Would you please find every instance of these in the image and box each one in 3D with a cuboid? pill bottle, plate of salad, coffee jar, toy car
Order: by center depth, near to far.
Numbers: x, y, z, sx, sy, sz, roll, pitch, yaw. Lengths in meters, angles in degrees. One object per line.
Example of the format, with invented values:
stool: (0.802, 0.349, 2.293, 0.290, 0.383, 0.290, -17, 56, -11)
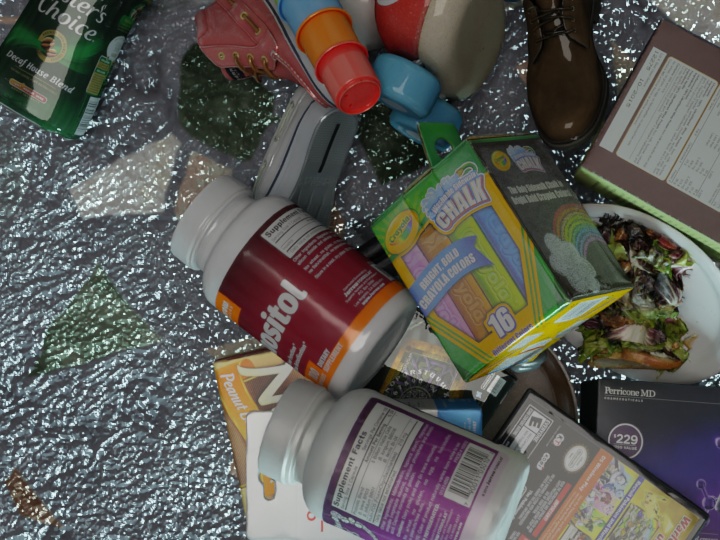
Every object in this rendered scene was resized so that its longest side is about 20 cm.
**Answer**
pill bottle: (0.024, 0.161, 1.168, 0.199, 0.112, 0.113, 22, 96, 13)
pill bottle: (-0.060, 0.010, 1.256, 0.199, 0.113, 0.113, 36, 97, 12)
plate of salad: (0.226, 0.029, 1.261, 0.200, 0.200, 0.048, 38, 55, 5)
toy car: (0.020, -0.237, 1.283, 0.199, 0.177, 0.185, 25, 86, 19)
coffee jar: (-0.260, -0.229, 1.355, 0.104, 0.085, 0.201, 29, 96, 6)

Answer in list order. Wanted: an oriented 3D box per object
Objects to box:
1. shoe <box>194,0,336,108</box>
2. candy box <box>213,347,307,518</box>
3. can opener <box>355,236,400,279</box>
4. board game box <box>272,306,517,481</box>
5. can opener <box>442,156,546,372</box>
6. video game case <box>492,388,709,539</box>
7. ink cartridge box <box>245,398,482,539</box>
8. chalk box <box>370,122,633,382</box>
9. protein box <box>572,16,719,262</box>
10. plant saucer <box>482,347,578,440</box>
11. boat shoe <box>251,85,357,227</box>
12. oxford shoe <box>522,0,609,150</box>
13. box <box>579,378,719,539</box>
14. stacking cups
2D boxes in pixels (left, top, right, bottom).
shoe: (-0.079, -0.190, 1.309, 0.091, 0.071, 0.201, -41, 52, 12)
candy box: (-0.057, 0.167, 1.360, 0.115, 0.055, 0.202, -12, 91, 5)
can opener: (0.000, 0.000, 1.338, 0.199, 0.079, 0.064, -24, 48, 2)
board game box: (0.029, 0.139, 1.315, 0.135, 0.028, 0.201, 35, 92, -1)
can opener: (0.118, -0.007, 1.310, 0.066, 0.053, 0.201, -15, 79, -2)
video game case: (0.157, 0.231, 1.219, 0.180, 0.026, 0.201, 35, 92, 3)
ink cartridge box: (0.002, 0.170, 1.266, 0.198, 0.068, 0.117, 0, 93, -1)
chalk box: (0.103, -0.031, 1.207, 0.124, 0.124, 0.201, -41, 72, 31)
protein box: (0.297, -0.091, 1.225, 0.199, 0.199, 0.136, 30, 94, 5)
plant saucer: (0.099, 0.135, 1.349, 0.198, 0.034, 0.202, 0, 92, 7)
boat shoe: (-0.062, -0.076, 1.349, 0.067, 0.073, 0.201, 47, 117, 44)
oxford shoe: (0.165, -0.195, 1.254, 0.072, 0.084, 0.201, -13, 59, 22)
box: (0.291, 0.170, 1.276, 0.198, 0.079, 0.142, 4, 81, -2)
stacking cups: (-0.034, -0.213, 1.218, 0.060, 0.060, 0.201, -35, 57, 8)
